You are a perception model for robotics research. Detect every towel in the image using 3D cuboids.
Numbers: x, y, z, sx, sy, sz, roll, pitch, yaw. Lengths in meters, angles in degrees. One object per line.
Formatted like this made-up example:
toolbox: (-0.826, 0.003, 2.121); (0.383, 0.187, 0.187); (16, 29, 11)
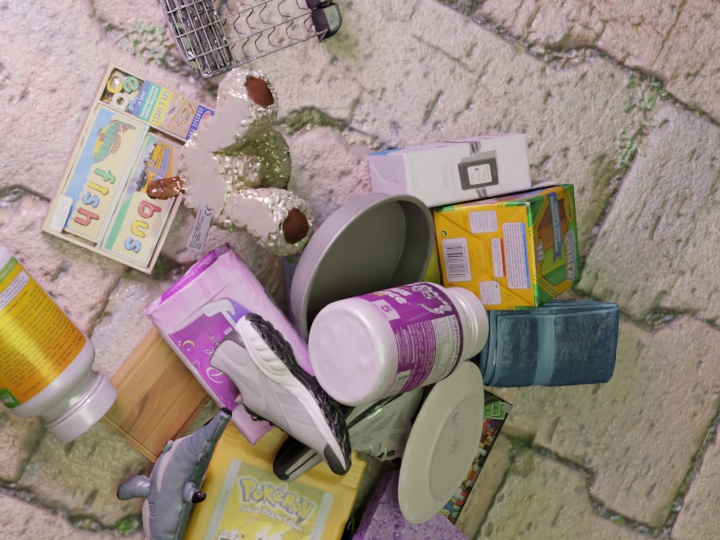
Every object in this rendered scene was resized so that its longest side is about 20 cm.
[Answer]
towel: (0.237, 0.093, 1.553); (0.198, 0.048, 0.113); (0, 97, -21)

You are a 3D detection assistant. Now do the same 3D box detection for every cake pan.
cake pan: (0.000, 0.000, 1.334); (0.199, 0.037, 0.202); (-32, 141, -31)

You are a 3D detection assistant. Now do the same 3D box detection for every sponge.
sponge: (0.080, 0.348, 1.484); (0.200, 0.030, 0.112); (45, 52, -19)

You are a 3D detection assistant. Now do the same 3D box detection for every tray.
tray: (-0.206, 0.110, 1.390); (0.099, 0.037, 0.200); (42, 82, -20)

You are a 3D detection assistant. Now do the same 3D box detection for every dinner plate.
dinner plate: (0.104, 0.205, 1.440); (0.200, 0.024, 0.202); (-37, 135, -48)

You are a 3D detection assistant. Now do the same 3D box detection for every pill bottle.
pill bottle: (-0.352, 0.083, 1.290); (0.111, 0.111, 0.200); (-42, 108, -12)
pill bottle: (0.048, 0.073, 1.323); (0.199, 0.112, 0.114); (-11, 101, -47)

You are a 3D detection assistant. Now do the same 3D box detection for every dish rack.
dish rack: (-0.125, -0.306, 1.367); (0.199, 0.054, 0.155); (-24, 102, -15)

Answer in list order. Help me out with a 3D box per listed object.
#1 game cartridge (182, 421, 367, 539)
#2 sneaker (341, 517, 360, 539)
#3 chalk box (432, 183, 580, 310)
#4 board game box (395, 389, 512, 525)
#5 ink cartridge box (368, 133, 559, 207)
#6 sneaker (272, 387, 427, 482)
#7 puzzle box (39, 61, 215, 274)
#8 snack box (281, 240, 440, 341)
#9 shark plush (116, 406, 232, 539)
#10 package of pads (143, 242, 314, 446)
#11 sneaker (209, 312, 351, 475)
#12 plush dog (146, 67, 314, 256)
game cartridge: (-0.103, 0.278, 1.417); (0.175, 0.032, 0.202); (20, 83, -6)
sneaker: (0.014, 0.350, 1.485); (0.198, 0.066, 0.079); (19, 90, -21)
chalk box: (0.187, -0.033, 1.457); (0.200, 0.123, 0.126); (-24, 109, -58)
board game box: (0.105, 0.236, 1.533); (0.104, 0.023, 0.201); (28, 86, -20)
ink cartridge box: (0.122, -0.121, 1.449); (0.198, 0.116, 0.067); (-11, 99, -20)
sneaker: (0.003, 0.200, 1.393); (0.200, 0.076, 0.116); (-37, 105, -13)
puzzle box: (-0.255, -0.111, 1.352); (0.132, 0.025, 0.202); (22, 87, -22)
snack box: (0.016, 0.053, 1.453); (0.198, 0.068, 0.171); (-11, 100, -18)
shark plush: (-0.182, 0.232, 1.352); (0.090, 0.084, 0.200); (28, 112, -38)
package of pads: (-0.133, 0.082, 1.347); (0.120, 0.076, 0.201); (-38, 105, -2)
sneaker: (-0.080, 0.140, 1.298); (0.079, 0.074, 0.201); (-38, 99, 10)
plush dog: (-0.129, -0.108, 1.333); (0.159, 0.172, 0.202); (-16, 93, 20)
